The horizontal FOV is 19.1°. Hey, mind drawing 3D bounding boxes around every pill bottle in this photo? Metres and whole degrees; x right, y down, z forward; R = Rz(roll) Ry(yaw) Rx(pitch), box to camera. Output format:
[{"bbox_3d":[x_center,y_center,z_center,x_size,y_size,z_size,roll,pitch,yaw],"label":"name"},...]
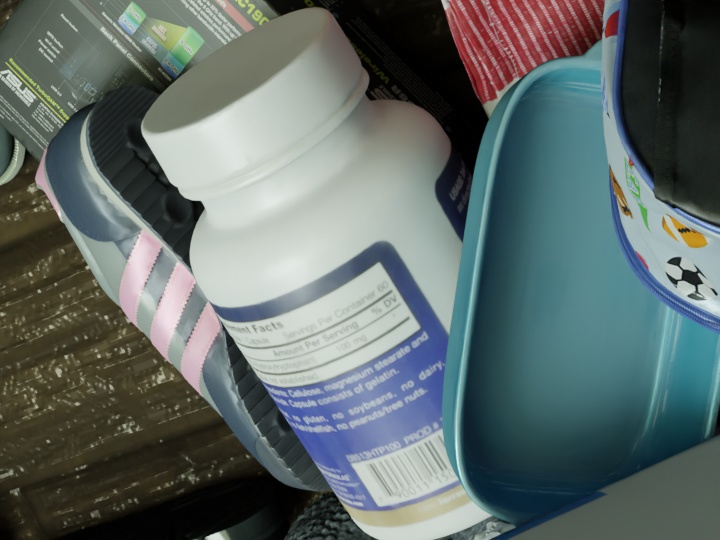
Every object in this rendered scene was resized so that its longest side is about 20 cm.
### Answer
[{"bbox_3d":[0.000,0.000,0.880,0.119,0.120,0.201,-19,114,30],"label":"pill bottle"}]

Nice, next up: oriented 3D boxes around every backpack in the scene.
[{"bbox_3d":[0.164,-0.063,0.728,0.198,0.192,0.155,6,144,17],"label":"backpack"}]

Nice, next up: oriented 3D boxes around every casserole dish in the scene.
[{"bbox_3d":[0.088,0.009,0.836,0.039,0.120,0.202,16,98,63],"label":"casserole dish"}]

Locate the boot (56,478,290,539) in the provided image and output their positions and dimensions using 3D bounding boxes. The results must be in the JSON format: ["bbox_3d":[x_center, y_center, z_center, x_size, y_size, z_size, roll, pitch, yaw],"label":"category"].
[{"bbox_3d":[-0.085,0.204,1.107,0.197,0.073,0.164,-20,100,38],"label":"boot"}]

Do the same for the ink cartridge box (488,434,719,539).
[{"bbox_3d":[0.108,0.182,0.837,0.084,0.144,0.201,47,150,45],"label":"ink cartridge box"}]

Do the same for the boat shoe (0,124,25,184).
[{"bbox_3d":[-0.239,-0.121,1.047,0.073,0.062,0.201,-28,97,31],"label":"boat shoe"}]

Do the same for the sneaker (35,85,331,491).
[{"bbox_3d":[-0.072,0.013,0.960,0.082,0.070,0.201,-20,103,52],"label":"sneaker"}]

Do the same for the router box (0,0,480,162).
[{"bbox_3d":[-0.066,-0.077,0.984,0.200,0.062,0.150,45,123,2],"label":"router box"}]

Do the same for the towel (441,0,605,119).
[{"bbox_3d":[0.123,-0.068,0.870,0.143,0.023,0.201,-14,125,16],"label":"towel"}]

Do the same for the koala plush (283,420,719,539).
[{"bbox_3d":[0.069,0.142,0.949,0.184,0.177,0.200,54,131,11],"label":"koala plush"}]
